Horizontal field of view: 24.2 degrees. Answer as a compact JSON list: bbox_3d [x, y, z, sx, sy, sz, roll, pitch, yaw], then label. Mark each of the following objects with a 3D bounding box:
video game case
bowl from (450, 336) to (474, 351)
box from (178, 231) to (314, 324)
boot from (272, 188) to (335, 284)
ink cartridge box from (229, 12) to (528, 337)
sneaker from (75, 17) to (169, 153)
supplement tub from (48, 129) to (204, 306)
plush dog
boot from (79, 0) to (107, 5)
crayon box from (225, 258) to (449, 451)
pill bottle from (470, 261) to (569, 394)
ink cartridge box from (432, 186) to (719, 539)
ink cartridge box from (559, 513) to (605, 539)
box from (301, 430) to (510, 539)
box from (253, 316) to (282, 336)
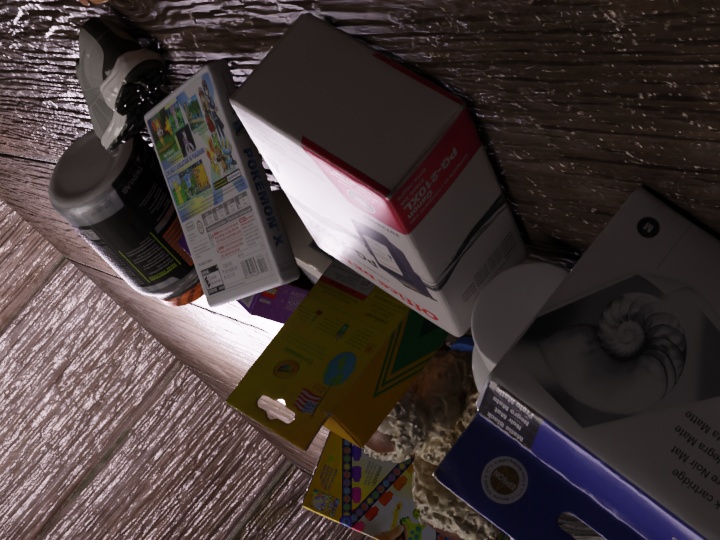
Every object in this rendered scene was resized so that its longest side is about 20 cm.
[{"bbox_3d":[-0.120,-0.067,1.407,0.200,0.022,0.184,-17,92,68],"label":"video game case"},{"bbox_3d":[0.156,0.140,1.545,0.200,0.039,0.201,38,169,9],"label":"bowl"},{"bbox_3d":[-0.075,0.007,1.568,0.136,0.039,0.200,18,-169,-31],"label":"box"},{"bbox_3d":[0.000,0.000,1.474,0.200,0.073,0.090,40,-179,18],"label":"boot"},{"bbox_3d":[0.017,-0.059,1.125,0.144,0.085,0.200,33,167,30],"label":"ink cartridge box"},{"bbox_3d":[-0.218,-0.170,1.510,0.079,0.074,0.200,47,163,6],"label":"sneaker"},{"bbox_3d":[-0.239,-0.056,1.839,0.122,0.123,0.200,26,161,47],"label":"supplement tub"},{"bbox_3d":[0.111,0.118,1.399,0.170,0.162,0.201,-7,135,32],"label":"plush dog"},{"bbox_3d":[-0.258,-0.264,1.260,0.155,0.074,0.199,42,171,-33],"label":"boot"},{"bbox_3d":[-0.005,0.057,1.340,0.051,0.201,0.127,47,166,-35],"label":"crayon box"},{"bbox_3d":[0.142,0.078,1.181,0.111,0.111,0.200,32,166,32],"label":"pill bottle"},{"bbox_3d":[0.171,0.086,0.908,0.199,0.201,0.041,35,168,16],"label":"ink cartridge box"},{"bbox_3d":[0.208,0.212,1.249,0.084,0.201,0.146,46,166,-32],"label":"ink cartridge box"},{"bbox_3d":[0.066,0.217,1.697,0.191,0.123,0.200,22,179,11],"label":"box"},{"bbox_3d":[-0.072,0.040,1.850,0.157,0.050,0.200,33,166,28],"label":"box"}]
